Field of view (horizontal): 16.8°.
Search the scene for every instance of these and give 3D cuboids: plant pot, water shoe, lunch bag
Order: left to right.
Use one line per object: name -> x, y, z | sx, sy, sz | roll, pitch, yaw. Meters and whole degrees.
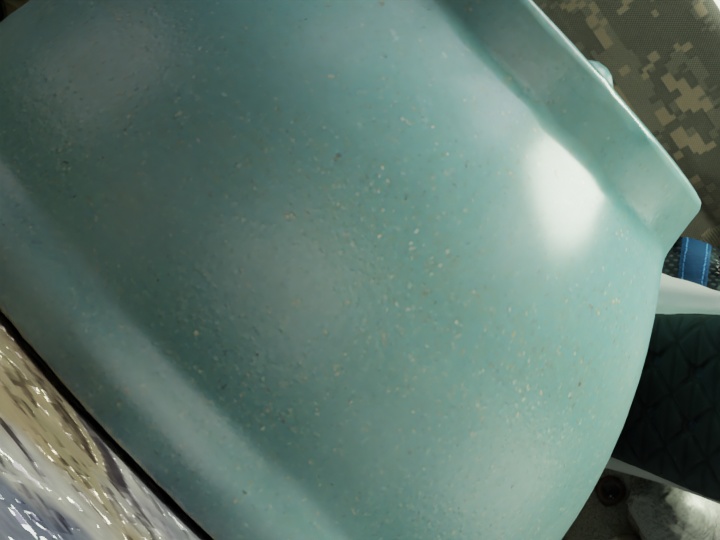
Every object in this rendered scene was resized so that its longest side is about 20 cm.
plant pot -> -0.001, -0.015, 0.609 | 0.200, 0.134, 0.200 | 46, 4, -4
lunch bag -> 0.086, -0.100, 0.910 | 0.164, 0.117, 0.200 | 53, 13, -15
water shoe -> 0.084, 0.023, 0.696 | 0.079, 0.072, 0.200 | -3, 20, -42

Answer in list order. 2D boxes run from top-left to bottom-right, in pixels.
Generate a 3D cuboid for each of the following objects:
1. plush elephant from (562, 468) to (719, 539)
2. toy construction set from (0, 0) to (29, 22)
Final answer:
plush elephant -> 0.122, 0.091, 0.746 | 0.155, 0.165, 0.200 | 39, 4, -7
toy construction set -> -0.071, -0.107, 0.708 | 0.199, 0.132, 0.092 | 30, 7, -4
